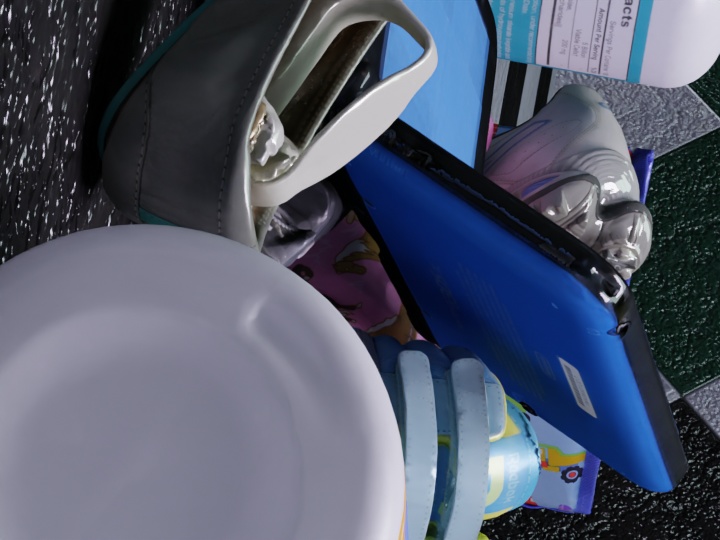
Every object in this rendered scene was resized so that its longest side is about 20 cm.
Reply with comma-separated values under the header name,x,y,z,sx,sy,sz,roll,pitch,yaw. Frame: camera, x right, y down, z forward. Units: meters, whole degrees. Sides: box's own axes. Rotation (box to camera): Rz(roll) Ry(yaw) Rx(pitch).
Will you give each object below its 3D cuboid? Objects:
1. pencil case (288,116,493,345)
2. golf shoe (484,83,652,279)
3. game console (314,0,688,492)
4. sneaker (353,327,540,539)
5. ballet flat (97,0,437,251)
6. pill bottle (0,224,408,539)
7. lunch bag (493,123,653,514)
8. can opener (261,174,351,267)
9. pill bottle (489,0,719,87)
name,x,y,z,sx,sy,sz,roll,pitch,yaw
pencil case,0.000,0.000,1.048,0.083,0.086,0.200,114,-9,-49
golf shoe,0.042,-0.004,1.153,0.200,0.078,0.097,-31,-141,31
game console,0.059,-0.040,0.898,0.118,0.170,0.200,-51,157,-9
sneaker,-0.012,0.070,0.845,0.200,0.130,0.080,-69,170,-59
ballet flat,0.005,-0.085,0.745,0.200,0.064,0.067,-54,157,-18
pill bottle,-0.043,0.072,0.632,0.200,0.112,0.112,82,20,-72
lunch bag,0.048,0.036,1.277,0.094,0.150,0.201,-71,169,-58
can opener,-0.043,-0.015,0.875,0.067,0.053,0.200,-48,179,8
pill bottle,0.085,-0.136,1.077,0.111,0.199,0.111,11,90,-85
